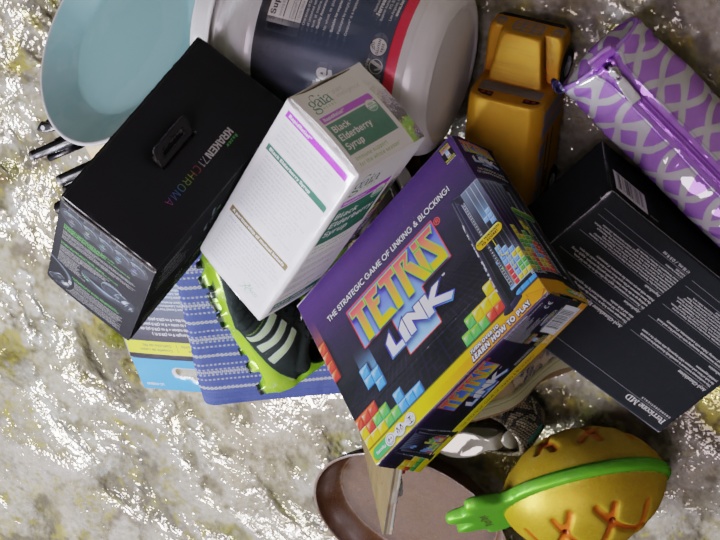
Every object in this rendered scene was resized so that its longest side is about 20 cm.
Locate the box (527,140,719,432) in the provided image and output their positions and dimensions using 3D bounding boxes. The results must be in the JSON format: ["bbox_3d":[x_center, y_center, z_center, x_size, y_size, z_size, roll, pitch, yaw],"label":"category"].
[{"bbox_3d":[0.212,0.016,1.272,0.200,0.079,0.141,36,118,-22],"label":"box"}]

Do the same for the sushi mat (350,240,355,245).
[{"bbox_3d":[0.000,0.000,1.406,0.200,0.012,0.096,16,133,55],"label":"sushi mat"}]

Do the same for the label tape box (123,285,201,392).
[{"bbox_3d":[-0.163,0.019,1.534,0.142,0.066,0.201,2,126,27],"label":"label tape box"}]

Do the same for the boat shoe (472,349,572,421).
[{"bbox_3d":[0.122,0.067,1.342,0.073,0.199,0.063,14,125,53],"label":"boat shoe"}]

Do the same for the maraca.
[{"bbox_3d":[0.175,0.198,1.422,0.199,0.108,0.137,-16,154,11],"label":"maraca"}]

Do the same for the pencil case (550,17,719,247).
[{"bbox_3d":[0.243,-0.102,1.225,0.200,0.086,0.084,43,94,-6],"label":"pencil case"}]

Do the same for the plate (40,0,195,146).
[{"bbox_3d":[-0.195,-0.196,1.362,0.199,0.202,0.026,-17,153,35],"label":"plate"}]

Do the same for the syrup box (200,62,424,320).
[{"bbox_3d":[-0.040,-0.057,1.227,0.082,0.079,0.200,49,139,10],"label":"syrup box"}]

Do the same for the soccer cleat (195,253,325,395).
[{"bbox_3d":[-0.081,0.032,1.384,0.081,0.068,0.200,-28,143,-3],"label":"soccer cleat"}]

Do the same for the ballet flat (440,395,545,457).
[{"bbox_3d":[0.068,0.138,1.480,0.199,0.075,0.068,4,122,26],"label":"ballet flat"}]

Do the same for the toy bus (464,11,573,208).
[{"bbox_3d":[0.120,-0.100,1.296,0.065,0.078,0.201,16,127,18],"label":"toy bus"}]

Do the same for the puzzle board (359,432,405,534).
[{"bbox_3d":[0.019,0.115,1.398,0.017,0.151,0.201,-6,144,-10],"label":"puzzle board"}]

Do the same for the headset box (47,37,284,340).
[{"bbox_3d":[-0.153,-0.061,1.268,0.093,0.174,0.200,37,158,0],"label":"headset box"}]

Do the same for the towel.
[{"bbox_3d":[-0.084,0.045,1.454,0.144,0.024,0.201,-6,133,0],"label":"towel"}]

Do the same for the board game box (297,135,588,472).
[{"bbox_3d":[0.057,0.026,1.235,0.200,0.057,0.166,-48,52,24],"label":"board game box"}]

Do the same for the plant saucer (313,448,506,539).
[{"bbox_3d":[0.052,0.232,1.557,0.199,0.035,0.201,16,139,14],"label":"plant saucer"}]

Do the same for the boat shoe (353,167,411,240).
[{"bbox_3d":[-0.040,-0.063,1.347,0.201,0.060,0.072,6,121,50],"label":"boat shoe"}]

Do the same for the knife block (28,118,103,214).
[{"bbox_3d":[-0.194,-0.101,1.451,0.199,0.064,0.176,25,118,11],"label":"knife block"}]

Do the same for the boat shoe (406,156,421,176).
[{"bbox_3d":[0.033,-0.052,1.385,0.070,0.070,0.201,-1,117,59],"label":"boat shoe"}]

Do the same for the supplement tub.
[{"bbox_3d":[-0.019,-0.180,1.277,0.199,0.140,0.141,17,127,17],"label":"supplement tub"}]
